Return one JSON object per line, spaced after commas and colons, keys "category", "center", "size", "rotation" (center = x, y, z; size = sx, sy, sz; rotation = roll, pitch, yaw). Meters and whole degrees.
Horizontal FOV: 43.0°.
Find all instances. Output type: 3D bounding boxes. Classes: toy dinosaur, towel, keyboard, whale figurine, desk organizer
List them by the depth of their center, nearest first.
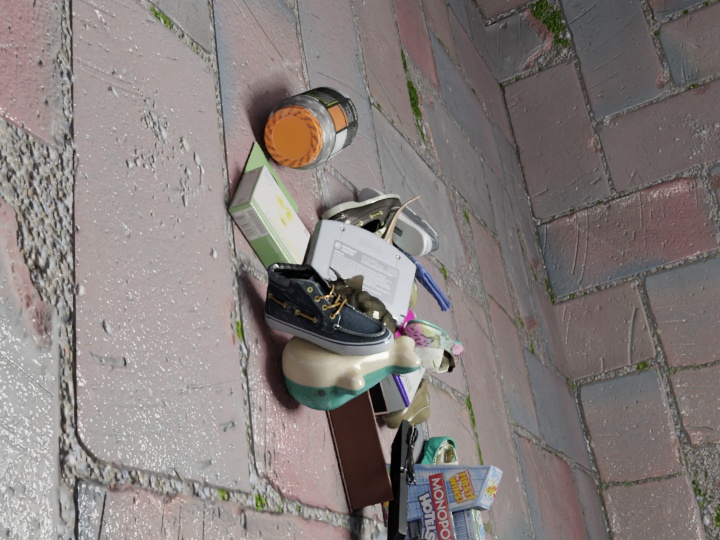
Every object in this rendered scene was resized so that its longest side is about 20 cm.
{"category": "whale figurine", "center": [-0.014, 0.143, 1.320], "size": [0.159, 0.197, 0.105], "rotation": [-111, -162, -64]}
{"category": "keyboard", "center": [0.065, 0.314, 1.384], "size": [0.201, 0.020, 0.128], "rotation": [-86, -170, -45]}
{"category": "toy dinosaur", "center": [0.019, 0.077, 1.423], "size": [0.200, 0.077, 0.103], "rotation": [43, 37, -11]}
{"category": "desk organizer", "center": [0.007, 0.263, 1.424], "size": [0.072, 0.076, 0.203], "rotation": [12, 62, -66]}
{"category": "toy dinosaur", "center": [0.042, -0.048, 1.676], "size": [0.106, 0.060, 0.202], "rotation": [-16, 124, -66]}
{"category": "towel", "center": [0.101, -0.010, 1.842], "size": [0.200, 0.024, 0.145], "rotation": [48, -2, 45]}

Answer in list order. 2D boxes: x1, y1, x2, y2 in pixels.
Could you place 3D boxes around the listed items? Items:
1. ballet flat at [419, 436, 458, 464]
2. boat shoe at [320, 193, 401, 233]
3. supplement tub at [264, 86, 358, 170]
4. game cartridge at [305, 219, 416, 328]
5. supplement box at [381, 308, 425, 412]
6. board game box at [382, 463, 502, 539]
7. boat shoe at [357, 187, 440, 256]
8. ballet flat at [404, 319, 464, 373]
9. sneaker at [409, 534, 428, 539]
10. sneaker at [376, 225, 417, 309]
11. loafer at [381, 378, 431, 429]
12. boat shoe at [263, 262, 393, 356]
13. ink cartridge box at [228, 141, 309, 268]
{"category": "ballet flat", "center": [0.144, 0.369, 1.696], "size": [0.068, 0.070, 0.200], "rotation": [65, 22, -17]}
{"category": "boat shoe", "center": [0.011, -0.095, 1.683], "size": [0.200, 0.071, 0.061], "rotation": [-17, 78, -46]}
{"category": "supplement tub", "center": [-0.084, -0.241, 1.548], "size": [0.124, 0.121, 0.200], "rotation": [68, 21, -10]}
{"category": "game cartridge", "center": [0.000, 0.000, 1.527], "size": [0.198, 0.040, 0.135], "rotation": [26, 66, -25]}
{"category": "supplement box", "center": [0.043, 0.159, 1.571], "size": [0.102, 0.102, 0.200], "rotation": [66, 22, -11]}
{"category": "board game box", "center": [0.140, 0.394, 1.481], "size": [0.062, 0.198, 0.202], "rotation": [37, 39, -57]}
{"category": "boat shoe", "center": [0.077, -0.099, 1.795], "size": [0.067, 0.072, 0.199], "rotation": [-11, 40, -47]}
{"category": "ballet flat", "center": [0.131, 0.141, 1.592], "size": [0.200, 0.068, 0.072], "rotation": [34, 61, -60]}
{"category": "sneaker", "center": [0.059, 0.457, 1.348], "size": [0.078, 0.110, 0.200], "rotation": [70, 21, -3]}
{"category": "sneaker", "center": [0.039, 0.003, 1.756], "size": [0.201, 0.076, 0.089], "rotation": [60, 35, -15]}
{"category": "loafer", "center": [0.094, 0.250, 1.659], "size": [0.068, 0.075, 0.200], "rotation": [64, 21, -1]}
{"category": "boat shoe", "center": [-0.047, 0.052, 1.275], "size": [0.071, 0.198, 0.092], "rotation": [-49, 147, -55]}
{"category": "ink cartridge box", "center": [-0.131, -0.101, 1.421], "size": [0.146, 0.047, 0.201], "rotation": [58, 27, -31]}
